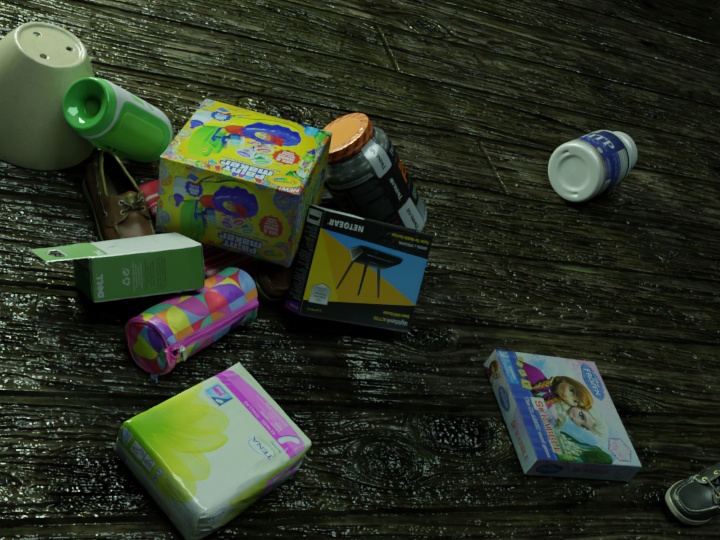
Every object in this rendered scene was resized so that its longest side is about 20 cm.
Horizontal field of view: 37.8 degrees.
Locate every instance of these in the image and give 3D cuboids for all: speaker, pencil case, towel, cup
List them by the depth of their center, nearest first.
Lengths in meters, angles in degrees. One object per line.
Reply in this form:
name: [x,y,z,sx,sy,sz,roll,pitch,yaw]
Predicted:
pencil case: [-0.213,0.066,1.362,0.088,0.089,0.199,41,39,11]
cup: [-0.458,-0.265,1.501,0.198,0.144,0.202,19,39,-16]
speaker: [-0.342,-0.212,1.503,0.088,0.089,0.200,44,6,16]
towel: [-0.223,-0.070,1.551,0.200,0.023,0.144,47,41,17]

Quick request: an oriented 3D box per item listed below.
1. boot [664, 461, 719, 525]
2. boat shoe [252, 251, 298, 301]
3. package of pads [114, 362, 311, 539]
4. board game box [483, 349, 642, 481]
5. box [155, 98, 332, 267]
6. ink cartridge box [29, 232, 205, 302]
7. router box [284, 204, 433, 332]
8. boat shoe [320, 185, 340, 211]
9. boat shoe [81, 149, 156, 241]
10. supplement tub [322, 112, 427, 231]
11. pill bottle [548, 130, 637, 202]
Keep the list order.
boot: [0.559,0.306,1.579,0.198,0.151,0.074,-2,48,-36]
boat shoe: [-0.082,-0.024,1.536,0.072,0.068,0.200,56,40,-7]
package of pads: [-0.169,0.213,1.244,0.155,0.069,0.199,45,40,18]
board game box: [0.304,0.218,1.587,0.197,0.041,0.202,9,44,-28]
box: [-0.162,-0.127,1.491,0.197,0.123,0.194,15,35,4]
ink cartridge box: [-0.308,-0.002,1.338,0.197,0.060,0.103,-8,14,-27]
router box: [0.000,0.000,1.509,0.198,0.152,0.051,10,7,-35]
boat shoe: [-0.076,-0.130,1.688,0.198,0.057,0.067,-1,49,-36]
boat shoe: [-0.329,-0.081,1.451,0.071,0.068,0.201,-13,56,-43]
supplement tub: [0.013,-0.135,1.631,0.201,0.121,0.123,59,23,-34]
pill bottle: [0.473,-0.216,2.111,0.120,0.120,0.199,46,39,17]
